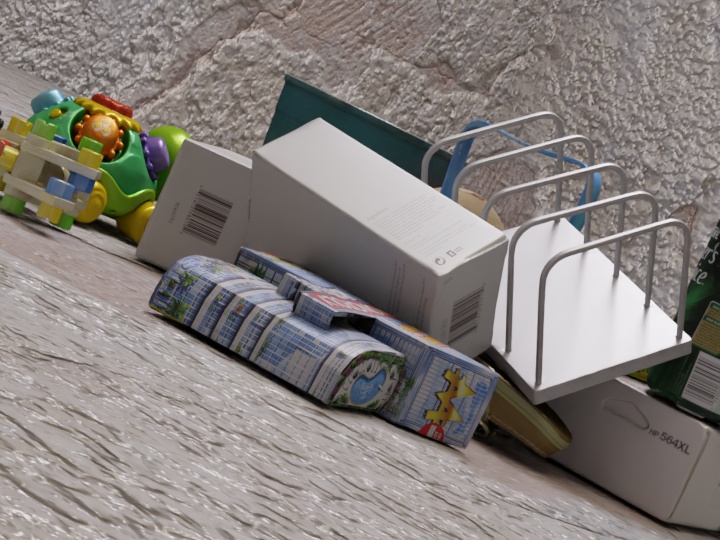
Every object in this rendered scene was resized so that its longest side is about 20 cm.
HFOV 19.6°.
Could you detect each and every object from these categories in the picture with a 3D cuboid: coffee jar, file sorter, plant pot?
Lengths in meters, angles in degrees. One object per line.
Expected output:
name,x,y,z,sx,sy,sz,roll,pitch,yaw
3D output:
coffee jar,0.299,0.018,1.620,0.085,0.201,0.104,26,4,10
file sorter,0.145,-0.019,1.591,0.138,0.125,0.200,-16,36,-21
plant pot,-0.024,-0.067,2.060,0.199,0.189,0.200,26,4,-2

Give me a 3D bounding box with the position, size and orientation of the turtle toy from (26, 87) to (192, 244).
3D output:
turtle toy,-0.216,-0.093,1.782,0.145,0.102,0.199,29,5,39

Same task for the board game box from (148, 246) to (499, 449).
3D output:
board game box,-0.014,0.051,1.436,0.199,0.062,0.200,26,3,22

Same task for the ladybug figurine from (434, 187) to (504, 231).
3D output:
ladybug figurine,0.072,-0.014,1.982,0.072,0.137,0.200,16,-3,34

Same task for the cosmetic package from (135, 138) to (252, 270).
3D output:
cosmetic package,-0.114,-0.044,1.743,0.084,0.108,0.200,24,2,4

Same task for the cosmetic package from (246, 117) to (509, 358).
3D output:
cosmetic package,0.007,-0.016,1.562,0.081,0.113,0.200,-28,51,-36

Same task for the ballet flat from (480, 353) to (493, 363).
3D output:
ballet flat,0.109,0.105,1.730,0.067,0.047,0.200,4,-12,23

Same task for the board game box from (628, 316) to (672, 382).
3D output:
board game box,0.218,0.051,1.738,0.199,0.048,0.101,21,10,-46

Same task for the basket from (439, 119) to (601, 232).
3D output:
basket,0.114,-0.019,1.805,0.139,0.201,0.176,24,2,-38

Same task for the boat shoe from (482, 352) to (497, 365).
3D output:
boat shoe,0.075,0.035,1.696,0.198,0.063,0.073,12,-13,-4

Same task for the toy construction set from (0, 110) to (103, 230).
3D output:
toy construction set,-0.280,-0.099,1.597,0.200,0.092,0.131,38,6,11

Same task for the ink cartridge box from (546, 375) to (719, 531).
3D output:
ink cartridge box,0.244,0.145,1.691,0.146,0.085,0.200,27,5,32

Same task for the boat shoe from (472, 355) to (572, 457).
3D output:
boat shoe,0.074,0.092,1.597,0.200,0.063,0.073,35,3,26
